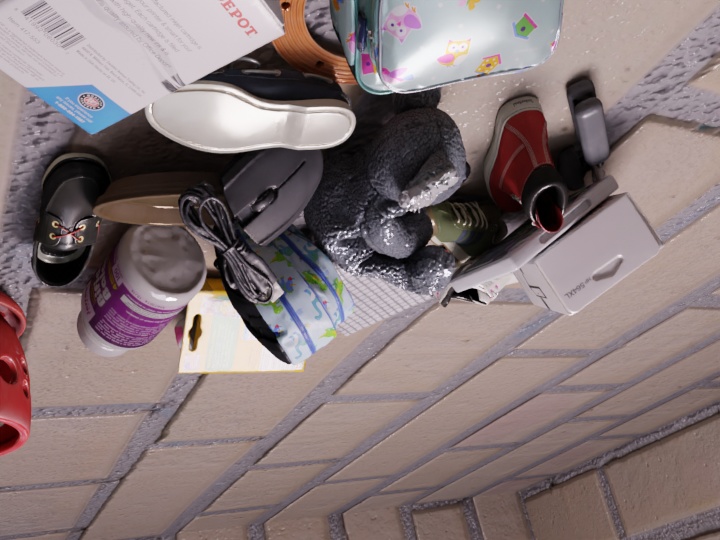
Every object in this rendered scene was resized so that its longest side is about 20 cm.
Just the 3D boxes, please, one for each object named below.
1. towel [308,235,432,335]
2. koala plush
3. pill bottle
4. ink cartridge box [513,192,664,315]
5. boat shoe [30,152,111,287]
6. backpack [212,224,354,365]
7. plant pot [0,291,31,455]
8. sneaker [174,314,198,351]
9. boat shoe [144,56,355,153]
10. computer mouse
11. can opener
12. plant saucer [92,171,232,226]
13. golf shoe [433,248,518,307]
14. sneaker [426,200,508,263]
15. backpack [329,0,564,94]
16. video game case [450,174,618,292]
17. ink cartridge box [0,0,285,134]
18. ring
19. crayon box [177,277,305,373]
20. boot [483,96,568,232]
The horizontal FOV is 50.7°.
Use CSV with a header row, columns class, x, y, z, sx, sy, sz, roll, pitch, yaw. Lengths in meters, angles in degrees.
class,x,y,z,sx,sy,sz,roll,pitch,yaw
towel,0.000,0.000,1.065,0.163,0.087,0.200,-25,150,18
koala plush,0.043,-0.097,0.806,0.179,0.182,0.200,9,152,-18
pill bottle,-0.283,0.030,0.953,0.110,0.115,0.199,10,145,-38
ink cartridge box,0.284,-0.023,0.994,0.145,0.085,0.200,-36,180,1
boat shoe,-0.319,-0.052,0.837,0.072,0.064,0.202,6,146,-29
backpack,-0.092,0.023,0.885,0.151,0.201,0.166,-24,112,2
plant pot,-0.518,0.127,0.948,0.195,0.186,0.202,-11,154,-5
sneaker,-0.198,0.098,1.174,0.088,0.083,0.198,-34,153,28
boat shoe,-0.100,-0.156,0.697,0.195,0.063,0.076,-5,142,-21
computer mouse,-0.083,-0.080,0.747,0.052,0.202,0.139,-8,132,36
can opener,0.268,-0.151,0.930,0.066,0.054,0.200,-21,151,14
plant saucer,-0.186,-0.075,0.816,0.194,0.030,0.200,-3,176,0
golf shoe,0.192,0.016,1.173,0.195,0.094,0.073,-5,152,-20
sneaker,0.141,-0.070,1.015,0.088,0.069,0.199,-24,157,18
backpack,0.060,-0.236,0.536,0.171,0.155,0.204,-11,127,-7
video game case,0.220,-0.044,0.994,0.180,0.024,0.200,-36,180,-16
ink cartridge box,-0.177,-0.207,0.573,0.196,0.088,0.146,-23,153,15
ring,0.011,-0.240,0.675,0.195,0.020,0.202,-12,154,-6
crayon box,-0.166,0.080,1.100,0.196,0.051,0.129,3,109,-30
boot,0.201,-0.089,0.915,0.071,0.147,0.201,-13,154,1
